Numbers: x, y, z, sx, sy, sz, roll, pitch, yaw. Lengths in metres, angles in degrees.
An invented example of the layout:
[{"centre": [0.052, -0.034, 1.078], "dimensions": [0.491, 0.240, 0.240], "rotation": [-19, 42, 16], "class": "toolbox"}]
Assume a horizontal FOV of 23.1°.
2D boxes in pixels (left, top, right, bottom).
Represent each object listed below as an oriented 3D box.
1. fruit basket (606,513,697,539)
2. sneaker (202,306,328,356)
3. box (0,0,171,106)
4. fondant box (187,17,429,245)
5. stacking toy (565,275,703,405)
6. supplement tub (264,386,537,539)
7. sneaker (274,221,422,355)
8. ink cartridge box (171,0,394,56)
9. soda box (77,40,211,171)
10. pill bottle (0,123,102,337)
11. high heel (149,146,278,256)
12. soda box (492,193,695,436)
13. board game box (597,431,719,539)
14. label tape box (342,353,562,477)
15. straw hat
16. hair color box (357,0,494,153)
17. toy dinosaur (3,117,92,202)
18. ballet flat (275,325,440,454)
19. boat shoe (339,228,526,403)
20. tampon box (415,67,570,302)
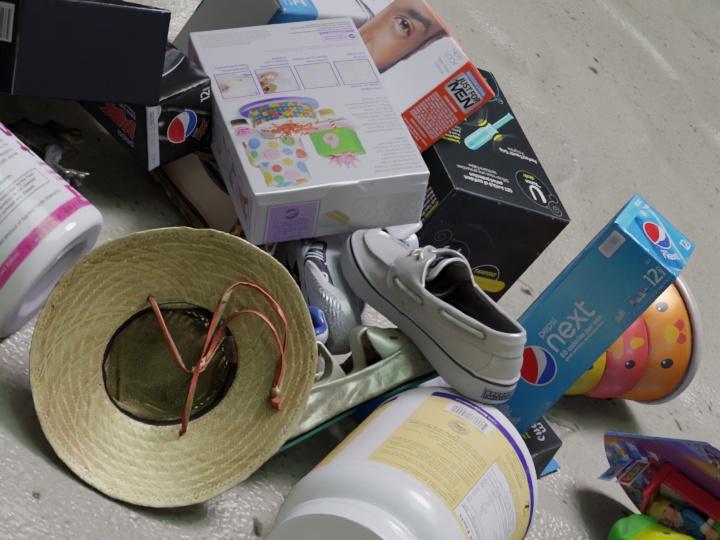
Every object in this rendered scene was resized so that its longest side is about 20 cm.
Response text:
[{"centre": [0.261, 0.270, 1.358], "dimensions": [0.215, 0.155, 0.217], "rotation": [21, 53, -31], "class": "fruit basket"}, {"centre": [-0.117, 0.026, 1.304], "dimensions": [0.199, 0.088, 0.076], "rotation": [22, 37, -25], "class": "sneaker"}, {"centre": [-0.262, -0.179, 1.327], "dimensions": [0.199, 0.080, 0.141], "rotation": [17, 15, 41], "class": "box"}, {"centre": [-0.046, -0.116, 1.408], "dimensions": [0.143, 0.059, 0.201], "rotation": [-8, 46, -18], "class": "fondant box"}, {"centre": [0.194, 0.068, 1.571], "dimensions": [0.199, 0.146, 0.146], "rotation": [-15, 58, -37], "class": "stacking toy"}, {"centre": [0.026, 0.179, 1.203], "dimensions": [0.145, 0.146, 0.200], "rotation": [43, 31, 6], "class": "supplement tub"}, {"centre": [0.000, 0.000, 1.412], "dimensions": [0.114, 0.076, 0.200], "rotation": [-4, 27, -13], "class": "sneaker"}, {"centre": [-0.060, -0.209, 1.612], "dimensions": [0.199, 0.145, 0.084], "rotation": [-5, 52, -50], "class": "ink cartridge box"}, {"centre": [-0.200, -0.168, 1.421], "dimensions": [0.063, 0.071, 0.200], "rotation": [-27, 51, -29], "class": "soda box"}, {"centre": [-0.284, -0.059, 1.205], "dimensions": [0.200, 0.114, 0.113], "rotation": [41, 31, 3], "class": "pill bottle"}, {"centre": [-0.136, -0.062, 1.407], "dimensions": [0.142, 0.072, 0.200], "rotation": [31, 19, -21], "class": "high heel"}, {"centre": [0.166, 0.038, 1.358], "dimensions": [0.064, 0.200, 0.068], "rotation": [42, 32, 2], "class": "soda box"}, {"centre": [0.270, 0.206, 1.437], "dimensions": [0.039, 0.200, 0.158], "rotation": [-44, 109, -22], "class": "board game box"}, {"centre": [0.088, 0.110, 1.440], "dimensions": [0.199, 0.063, 0.144], "rotation": [-12, 58, -52], "class": "label tape box"}, {"centre": [-0.136, 0.065, 1.226], "dimensions": [0.200, 0.202, 0.085], "rotation": [30, -10, -15], "class": "straw hat"}, {"centre": [0.003, -0.139, 1.522], "dimensions": [0.111, 0.200, 0.064], "rotation": [57, 7, 38], "class": "hair color box"}, {"centre": [-0.240, -0.085, 1.320], "dimensions": [0.088, 0.047, 0.200], "rotation": [49, 3, 7], "class": "toy dinosaur"}, {"centre": [-0.007, 0.073, 1.294], "dimensions": [0.199, 0.067, 0.063], "rotation": [-24, 99, -27], "class": "ballet flat"}, {"centre": [0.054, 0.016, 1.294], "dimensions": [0.072, 0.066, 0.200], "rotation": [2, 32, -33], "class": "boat shoe"}, {"centre": [0.069, -0.088, 1.612], "dimensions": [0.149, 0.126, 0.201], "rotation": [13, 40, -38], "class": "tampon box"}]
